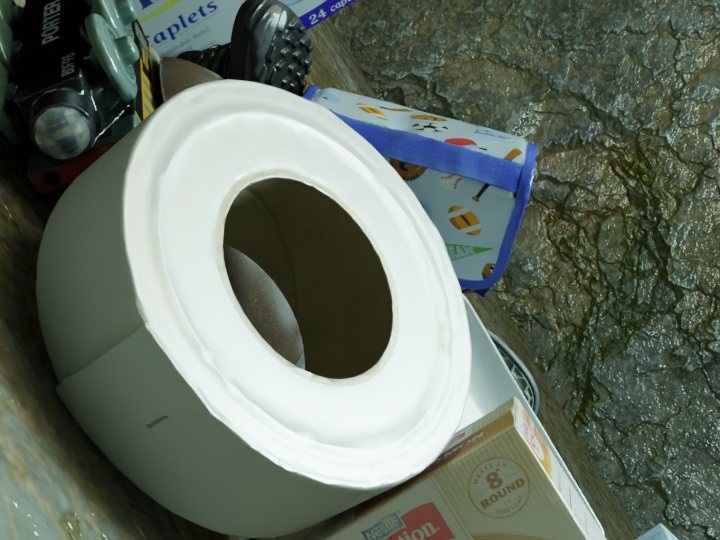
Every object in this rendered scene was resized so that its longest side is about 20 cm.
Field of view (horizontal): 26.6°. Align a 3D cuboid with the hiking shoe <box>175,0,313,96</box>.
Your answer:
[{"bbox_3d":[-0.094,-0.125,1.059,0.101,0.076,0.200,28,-30,9],"label":"hiking shoe"}]

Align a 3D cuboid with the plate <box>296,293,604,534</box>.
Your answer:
[{"bbox_3d":[0.043,0.125,0.978,0.200,0.032,0.200,-19,74,-43],"label":"plate"}]

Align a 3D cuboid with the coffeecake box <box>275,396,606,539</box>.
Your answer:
[{"bbox_3d":[0.061,0.187,0.717,0.200,0.153,0.073,58,8,-2],"label":"coffeecake box"}]

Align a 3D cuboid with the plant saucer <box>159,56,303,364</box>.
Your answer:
[{"bbox_3d":[-0.067,-0.033,0.885,0.200,0.032,0.200,-19,90,-89],"label":"plant saucer"}]

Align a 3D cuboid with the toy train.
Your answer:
[{"bbox_3d":[-0.144,-0.094,0.806,0.200,0.085,0.114,-108,174,-57],"label":"toy train"}]

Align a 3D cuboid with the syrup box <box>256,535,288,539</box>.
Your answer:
[{"bbox_3d":[0.025,0.179,0.799,0.200,0.079,0.081,58,9,-1],"label":"syrup box"}]

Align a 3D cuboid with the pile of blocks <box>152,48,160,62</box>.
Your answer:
[{"bbox_3d":[-0.105,-0.073,1.000,0.200,0.062,0.082,51,11,-41],"label":"pile of blocks"}]

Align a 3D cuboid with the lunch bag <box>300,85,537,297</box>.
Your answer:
[{"bbox_3d":[0.029,-0.057,1.061,0.170,0.124,0.200,15,-9,1],"label":"lunch bag"}]

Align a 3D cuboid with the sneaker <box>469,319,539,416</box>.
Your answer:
[{"bbox_3d":[0.042,0.057,1.133,0.202,0.077,0.146,27,1,8],"label":"sneaker"}]

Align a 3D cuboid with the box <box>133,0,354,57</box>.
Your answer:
[{"bbox_3d":[-0.120,-0.236,1.079,0.200,0.184,0.105,44,19,-59],"label":"box"}]

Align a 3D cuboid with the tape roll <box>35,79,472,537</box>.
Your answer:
[{"bbox_3d":[-0.044,0.016,0.693,0.202,0.071,0.203,25,50,-34],"label":"tape roll"}]

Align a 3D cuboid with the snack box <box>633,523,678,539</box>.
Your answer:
[{"bbox_3d":[0.171,0.260,1.056,0.068,0.169,0.200,59,8,27],"label":"snack box"}]
